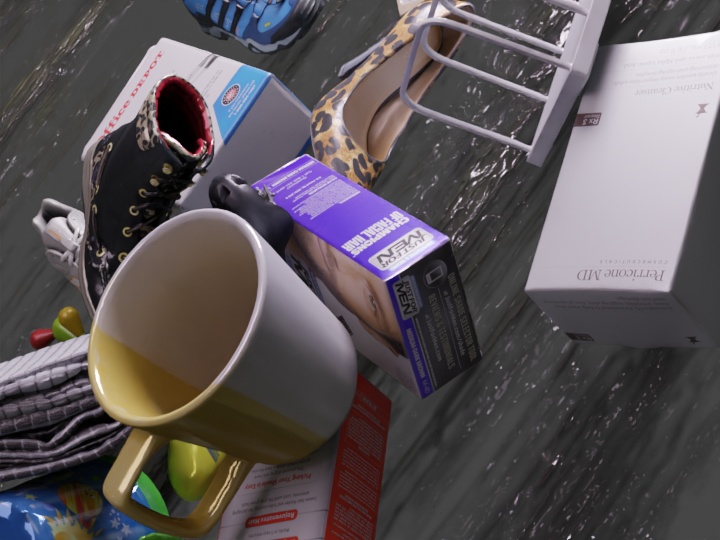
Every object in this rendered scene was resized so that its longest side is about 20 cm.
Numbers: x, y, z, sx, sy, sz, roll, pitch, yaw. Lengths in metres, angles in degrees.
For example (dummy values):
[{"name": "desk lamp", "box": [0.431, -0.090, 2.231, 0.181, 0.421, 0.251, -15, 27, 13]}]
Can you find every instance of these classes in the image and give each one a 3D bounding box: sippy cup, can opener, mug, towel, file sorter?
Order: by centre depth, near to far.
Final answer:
[{"name": "mug", "box": [-0.092, 0.070, 0.943, 0.186, 0.153, 0.150, -40, 48, 13]}, {"name": "sippy cup", "box": [-0.229, 0.211, 1.039, 0.178, 0.130, 0.140, -42, 72, 19]}, {"name": "file sorter", "box": [0.123, -0.212, 1.042, 0.123, 0.139, 0.202, 21, 67, 1]}, {"name": "can opener", "box": [-0.075, 0.003, 1.048, 0.078, 0.201, 0.063, -36, 55, -11]}, {"name": "towel", "box": [-0.261, 0.116, 1.062, 0.198, 0.086, 0.166, -20, 5, -5]}]

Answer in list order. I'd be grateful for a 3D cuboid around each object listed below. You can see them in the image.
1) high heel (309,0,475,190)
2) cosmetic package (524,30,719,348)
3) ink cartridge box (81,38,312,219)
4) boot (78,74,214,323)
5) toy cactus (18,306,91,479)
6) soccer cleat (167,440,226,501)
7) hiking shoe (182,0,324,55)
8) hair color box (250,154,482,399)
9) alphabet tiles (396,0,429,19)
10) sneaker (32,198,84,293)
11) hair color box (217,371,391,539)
[{"name": "high heel", "box": [0.031, -0.144, 1.157, 0.142, 0.071, 0.201, -28, 35, 32]}, {"name": "cosmetic package", "box": [0.197, -0.053, 0.931, 0.112, 0.081, 0.202, -2, 57, 39]}, {"name": "ink cartridge box", "box": [-0.153, -0.121, 1.300, 0.199, 0.084, 0.147, 26, 80, 50]}, {"name": "boot", "box": [-0.175, -0.045, 1.150, 0.153, 0.073, 0.206, -35, 57, 51]}, {"name": "toy cactus", "box": [-0.234, 0.098, 1.211, 0.164, 0.103, 0.201, -26, 36, 11]}, {"name": "soccer cleat", "box": [-0.134, 0.087, 1.121, 0.064, 0.084, 0.202, -18, 49, 32]}, {"name": "hiking shoe", "box": [-0.121, -0.268, 1.383, 0.199, 0.087, 0.075, 13, 69, 47]}, {"name": "hair color box", "box": [0.000, 0.000, 1.039, 0.065, 0.110, 0.200, -32, 35, -20]}, {"name": "alphabet tiles", "box": [0.092, -0.343, 1.310, 0.166, 0.008, 0.201, -31, 44, 21]}, {"name": "sneaker", "box": [-0.251, -0.006, 1.294, 0.076, 0.092, 0.200, -53, 40, -4]}, {"name": "hair color box", "box": [-0.044, 0.175, 0.989, 0.101, 0.061, 0.202, -15, 50, 33]}]
